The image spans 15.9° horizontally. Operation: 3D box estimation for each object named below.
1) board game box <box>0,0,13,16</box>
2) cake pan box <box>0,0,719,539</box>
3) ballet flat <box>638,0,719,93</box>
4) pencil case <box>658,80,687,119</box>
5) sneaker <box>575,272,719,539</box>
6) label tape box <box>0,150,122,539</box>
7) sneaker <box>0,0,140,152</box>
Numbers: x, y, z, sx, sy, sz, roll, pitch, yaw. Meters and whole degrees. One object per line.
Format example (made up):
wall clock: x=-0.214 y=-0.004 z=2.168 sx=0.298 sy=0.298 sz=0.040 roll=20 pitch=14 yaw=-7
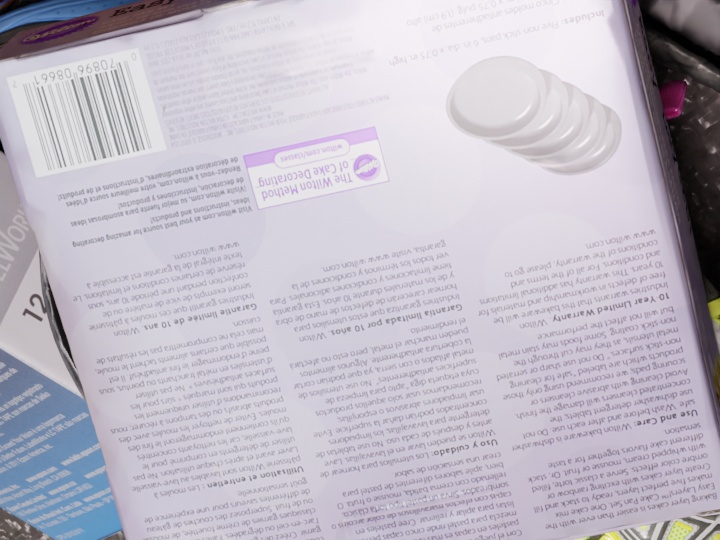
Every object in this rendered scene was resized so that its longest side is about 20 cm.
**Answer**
board game box: x=-0.201 y=-0.134 z=0.906 sx=0.165 sy=0.057 sz=0.200 roll=47 pitch=122 yaw=-1
cake pan box: x=0.000 y=0.000 z=0.769 sx=0.199 sy=0.052 sz=0.185 roll=-13 pitch=105 yaw=13
ballet flat: x=0.134 y=-0.069 z=0.795 sx=0.199 sy=0.057 sz=0.067 roll=20 pitch=119 yaw=11
pencil case: x=0.029 y=0.005 z=0.861 sx=0.088 sy=0.088 sz=0.201 roll=30 pitch=123 yaw=7
sneaker: x=0.089 y=0.078 z=0.844 sx=0.076 sy=0.075 sz=0.201 roll=-19 pitch=123 yaw=-17
label tape box: x=-0.141 y=0.012 z=0.878 sx=0.199 sy=0.066 sz=0.143 roll=34 pitch=152 yaw=-16
sneaker: x=-0.058 y=-0.062 z=0.855 sx=0.199 sy=0.083 sz=0.071 roll=-17 pitch=141 yaw=32
